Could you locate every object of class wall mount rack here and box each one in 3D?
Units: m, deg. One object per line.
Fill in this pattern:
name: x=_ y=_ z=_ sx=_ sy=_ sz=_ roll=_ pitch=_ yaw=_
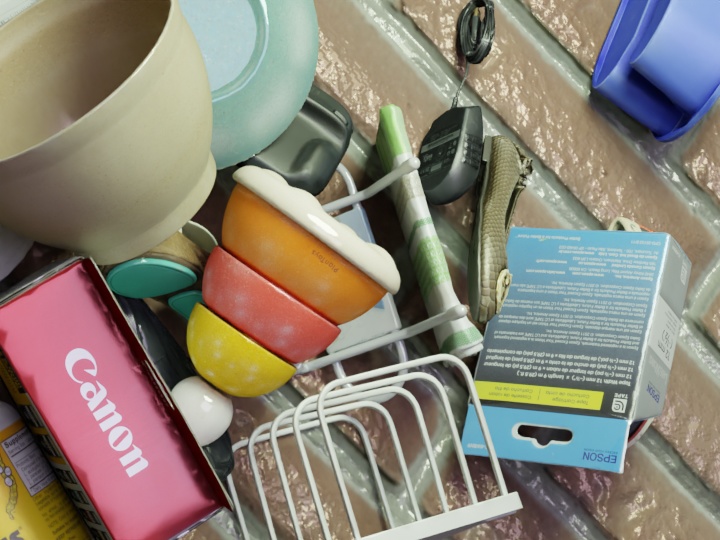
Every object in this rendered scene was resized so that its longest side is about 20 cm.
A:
wall mount rack: x=0.000 y=0.000 z=1.674 sx=0.074 sy=0.173 sz=0.201 roll=-7 pitch=78 yaw=-65

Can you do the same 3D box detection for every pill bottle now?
pill bottle: x=-0.268 y=0.162 z=1.529 sx=0.112 sy=0.113 sz=0.201 roll=-31 pitch=93 yaw=-29

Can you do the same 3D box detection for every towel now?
towel: x=0.055 y=-0.025 z=1.718 sx=0.031 sy=0.149 sz=0.201 roll=-17 pitch=85 yaw=-4

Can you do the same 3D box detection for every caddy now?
caddy: x=0.287 y=-0.207 z=1.879 sx=0.105 sy=0.141 sz=0.201 roll=29 pitch=67 yaw=-14

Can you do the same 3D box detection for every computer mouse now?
computer mouse: x=0.089 y=-0.140 z=1.816 sx=0.034 sy=0.058 sz=0.201 roll=28 pitch=62 yaw=-29

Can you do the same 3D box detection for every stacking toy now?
stacking toy: x=-0.080 y=0.038 z=1.572 sx=0.146 sy=0.146 sz=0.200 roll=36 pitch=89 yaw=-14

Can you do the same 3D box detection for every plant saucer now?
plant saucer: x=-0.124 y=-0.174 z=1.599 sx=0.200 sy=0.039 sz=0.202 roll=1 pitch=87 yaw=-13

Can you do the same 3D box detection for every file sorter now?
file sorter: x=-0.001 y=0.154 z=1.618 sx=0.138 sy=0.200 sz=0.125 roll=-12 pitch=79 yaw=-28

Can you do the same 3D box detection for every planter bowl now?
planter bowl: x=-0.180 y=-0.091 z=1.494 sx=0.201 sy=0.200 sz=0.135 roll=-53 pitch=127 yaw=-26

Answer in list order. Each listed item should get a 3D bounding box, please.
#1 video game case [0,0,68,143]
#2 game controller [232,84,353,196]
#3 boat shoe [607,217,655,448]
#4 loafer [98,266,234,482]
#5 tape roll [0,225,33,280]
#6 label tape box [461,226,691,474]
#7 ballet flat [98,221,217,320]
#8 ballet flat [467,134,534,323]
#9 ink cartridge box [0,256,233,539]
video game case: x=-0.193 y=-0.144 z=1.650 sx=0.182 sy=0.023 sz=0.200 roll=54 pitch=37 yaw=-5
game controller: x=-0.101 y=-0.133 z=1.660 sx=0.199 sy=0.042 sz=0.105 roll=31 pitch=55 yaw=-4
boat shoe: x=0.218 y=0.052 z=1.816 sx=0.062 sy=0.071 sz=0.201 roll=34 pitch=58 yaw=-34
loafer: x=-0.161 y=0.077 z=1.637 sx=0.201 sy=0.068 sz=0.070 roll=59 pitch=26 yaw=4
tape roll: x=-0.331 y=-0.065 z=1.577 sx=0.201 sy=0.071 sz=0.204 roll=6 pitch=75 yaw=-25
label tape box: x=0.173 y=0.069 z=1.753 sx=0.066 sy=0.142 sz=0.201 roll=42 pitch=57 yaw=-55
ballet flat: x=-0.137 y=-0.009 z=1.619 sx=0.200 sy=0.067 sz=0.073 roll=28 pitch=49 yaw=-60
ballet flat: x=0.114 y=-0.036 z=1.762 sx=0.046 sy=0.068 sz=0.201 roll=10 pitch=43 yaw=-1
ink cartridge box: x=-0.181 y=0.095 z=1.496 sx=0.084 sy=0.176 sz=0.201 roll=-31 pitch=96 yaw=-14
